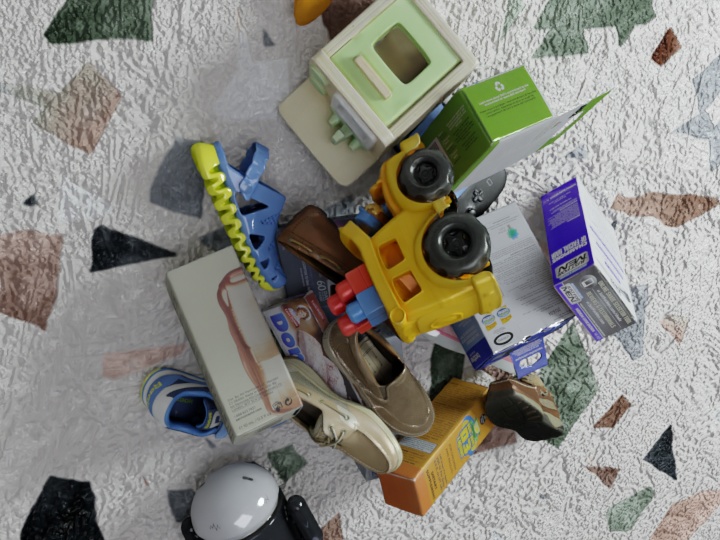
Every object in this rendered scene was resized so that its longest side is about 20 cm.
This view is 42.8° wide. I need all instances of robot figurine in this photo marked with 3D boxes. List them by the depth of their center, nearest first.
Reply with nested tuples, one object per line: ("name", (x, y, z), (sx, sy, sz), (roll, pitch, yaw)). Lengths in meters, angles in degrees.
("robot figurine", (-0.140, 0.343, 1.187), (0.149, 0.124, 0.202), (-31, 115, -21))

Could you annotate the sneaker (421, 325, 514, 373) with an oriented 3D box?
("sneaker", (0.150, 0.061, 1.235), (0.198, 0.075, 0.106), (22, 96, -28))

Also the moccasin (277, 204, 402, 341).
("moccasin", (-0.014, 0.014, 1.090), (0.201, 0.073, 0.078), (45, 71, -13))

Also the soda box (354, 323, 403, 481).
("soda box", (0.021, 0.173, 1.225), (0.067, 0.063, 0.203), (-11, 110, -15))

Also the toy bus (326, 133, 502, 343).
("toy bus", (0.041, -0.020, 1.021), (0.190, 0.136, 0.202), (-26, 71, 3))

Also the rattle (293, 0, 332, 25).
("rattle", (-0.065, -0.407, 1.029), (0.200, 0.142, 0.130), (49, 54, -11))

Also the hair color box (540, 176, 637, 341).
("hair color box", (0.293, -0.019, 1.193), (0.064, 0.201, 0.109), (-30, 118, 23))

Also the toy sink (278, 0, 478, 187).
("toy sink", (0.015, -0.211, 1.052), (0.200, 0.112, 0.131), (-41, 92, -4))

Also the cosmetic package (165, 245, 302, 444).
("cosmetic package", (-0.147, 0.088, 1.063), (0.086, 0.103, 0.202), (-23, 81, -14))

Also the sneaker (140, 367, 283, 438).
("sneaker", (-0.170, 0.173, 1.143), (0.197, 0.082, 0.075), (6, 103, -24))

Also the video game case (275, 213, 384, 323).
("video game case", (0.000, 0.000, 1.144), (0.197, 0.019, 0.145), (-7, 111, 9))

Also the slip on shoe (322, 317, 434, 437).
("slip on shoe", (0.035, 0.135, 1.139), (0.201, 0.060, 0.076), (52, 58, -21))

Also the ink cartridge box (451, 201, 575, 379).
("ink cartridge box", (0.178, 0.033, 1.169), (0.135, 0.076, 0.202), (-22, 74, -21))

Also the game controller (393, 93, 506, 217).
("game controller", (0.108, -0.152, 1.168), (0.104, 0.042, 0.200), (-43, 117, -3))

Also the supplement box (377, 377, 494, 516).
("supplement box", (0.104, 0.230, 1.222), (0.200, 0.068, 0.067), (-44, 129, -41))

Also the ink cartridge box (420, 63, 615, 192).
("ink cartridge box", (0.180, -0.180, 1.099), (0.198, 0.148, 0.076), (-27, 81, -26))

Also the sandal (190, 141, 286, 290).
("sandal", (-0.124, -0.069, 1.085), (0.086, 0.079, 0.202), (-25, 115, -10))

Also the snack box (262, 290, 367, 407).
("snack box", (-0.047, 0.125, 1.164), (0.071, 0.024, 0.202), (-19, 105, 32))

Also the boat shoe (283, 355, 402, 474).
("boat shoe", (-0.038, 0.190, 1.135), (0.199, 0.065, 0.072), (39, 128, 5))

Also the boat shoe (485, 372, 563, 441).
("boat shoe", (0.224, 0.180, 1.276), (0.075, 0.075, 0.200), (-14, 151, 23))
